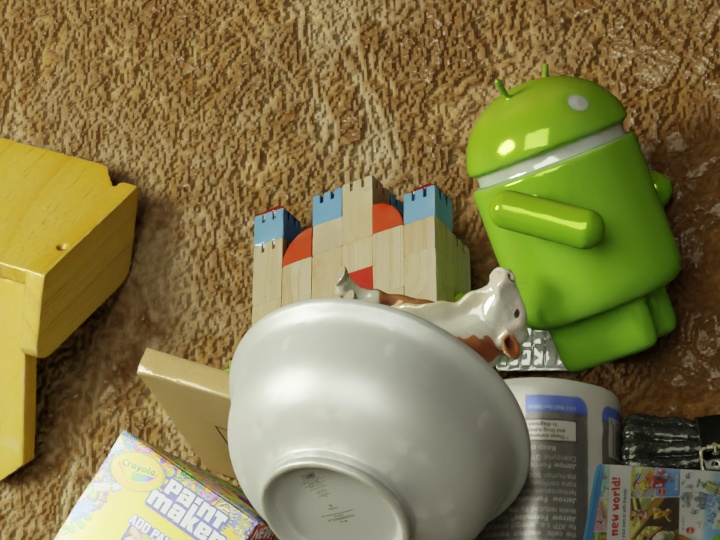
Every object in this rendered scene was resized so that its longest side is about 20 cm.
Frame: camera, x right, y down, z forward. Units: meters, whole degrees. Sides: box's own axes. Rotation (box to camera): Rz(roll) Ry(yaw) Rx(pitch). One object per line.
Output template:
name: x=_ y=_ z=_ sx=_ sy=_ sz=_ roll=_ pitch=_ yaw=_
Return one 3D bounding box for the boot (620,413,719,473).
boot: x=0.248 y=0.093 z=1.612 sx=0.157 sy=0.079 sz=0.212 roll=0 pitch=75 yaw=22

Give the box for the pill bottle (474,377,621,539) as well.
pill bottle: x=0.114 y=0.179 z=1.619 sx=0.113 sy=0.114 sz=0.201 roll=-5 pitch=72 yaw=20

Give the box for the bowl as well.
bowl: x=-0.002 y=0.121 z=1.519 sx=0.200 sy=0.202 sz=0.091 roll=2 pitch=41 yaw=22

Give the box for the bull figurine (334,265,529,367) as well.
bull figurine: x=0.018 y=0.054 z=1.635 sx=0.200 sy=0.121 sz=0.065 roll=-42 pitch=26 yaw=38

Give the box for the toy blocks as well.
toy blocks: x=0.000 y=0.000 z=1.740 sx=0.199 sy=0.100 sz=0.137 roll=-18 pitch=54 yaw=27

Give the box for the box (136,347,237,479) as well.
box: x=-0.039 y=0.120 z=1.672 sx=0.199 sy=0.164 sz=0.021 roll=16 pitch=67 yaw=25

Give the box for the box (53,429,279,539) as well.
box: x=-0.124 y=0.234 z=1.649 sx=0.122 sy=0.200 sz=0.193 roll=31 pitch=88 yaw=26

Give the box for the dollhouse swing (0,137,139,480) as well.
dollhouse swing: x=-0.281 y=0.025 z=1.869 sx=0.199 sy=0.177 sz=0.182 roll=14 pitch=38 yaw=25

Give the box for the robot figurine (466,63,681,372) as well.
robot figurine: x=0.141 y=-0.039 z=1.655 sx=0.115 sy=0.175 sz=0.201 roll=-19 pitch=93 yaw=29

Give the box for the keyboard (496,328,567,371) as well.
keyboard: x=0.126 y=-0.028 z=1.736 sx=0.056 sy=0.011 sz=0.201 roll=-3 pitch=73 yaw=21

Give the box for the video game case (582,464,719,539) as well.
video game case: x=0.232 y=0.182 z=1.512 sx=0.199 sy=0.018 sz=0.144 roll=3 pitch=47 yaw=14
